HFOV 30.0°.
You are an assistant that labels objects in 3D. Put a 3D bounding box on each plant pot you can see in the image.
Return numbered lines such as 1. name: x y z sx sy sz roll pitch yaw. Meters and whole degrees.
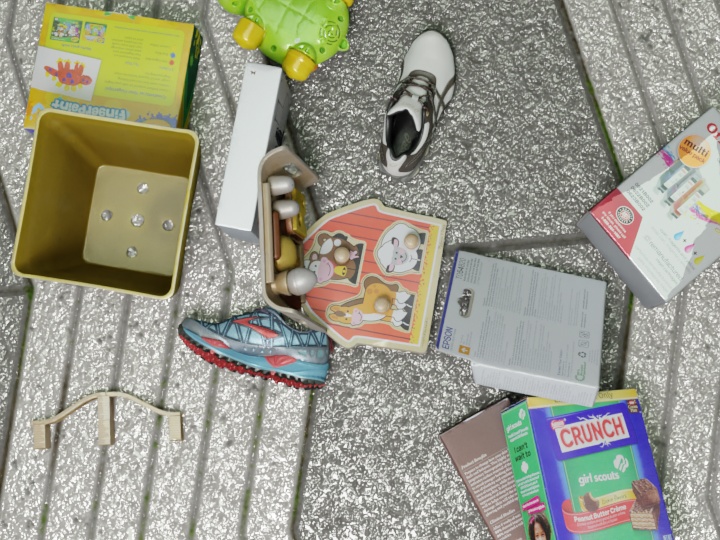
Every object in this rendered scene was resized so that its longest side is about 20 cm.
1. plant pot: -0.294 -0.072 1.665 0.197 0.176 0.203 9 86 5

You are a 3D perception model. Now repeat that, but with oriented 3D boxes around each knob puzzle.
1. knob puzzle: 0.000 0.000 1.694 0.217 0.030 0.223 0 73 0

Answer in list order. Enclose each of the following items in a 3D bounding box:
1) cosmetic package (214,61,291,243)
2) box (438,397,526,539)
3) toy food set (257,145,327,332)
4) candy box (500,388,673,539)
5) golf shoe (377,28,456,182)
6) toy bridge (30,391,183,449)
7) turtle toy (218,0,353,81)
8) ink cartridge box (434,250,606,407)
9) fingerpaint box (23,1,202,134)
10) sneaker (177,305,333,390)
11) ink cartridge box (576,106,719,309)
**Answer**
1. cosmetic package: -0.131 -0.142 1.675 0.051 0.151 0.203 10 86 4
2. box: 0.184 0.268 1.661 0.099 0.075 0.202 -27 86 1
3. toy food set: -0.072 -0.034 1.624 0.060 0.143 0.203 -5 77 14
4. candy box: 0.270 0.249 1.602 0.167 0.077 0.202 -2 70 -28
5. golf shoe: 0.075 -0.214 1.698 0.077 0.095 0.203 13 84 5
6. toy bridge: -0.326 0.190 1.719 0.197 0.027 0.068 -3 82 3
7. turtle toy: -0.098 -0.332 1.713 0.199 0.101 0.147 32 87 6
8. ink cartridge box: 0.195 0.067 1.632 0.197 0.201 0.041 13 131 4
9. fingerpaint box: -0.316 -0.242 1.732 0.197 0.073 0.169 8 85 4
10. sneaker: -0.131 0.085 1.704 0.198 0.079 0.097 17 73 -2
11. ink cartridge box: 0.390 -0.074 1.641 0.200 0.145 0.146 -40 84 -2
